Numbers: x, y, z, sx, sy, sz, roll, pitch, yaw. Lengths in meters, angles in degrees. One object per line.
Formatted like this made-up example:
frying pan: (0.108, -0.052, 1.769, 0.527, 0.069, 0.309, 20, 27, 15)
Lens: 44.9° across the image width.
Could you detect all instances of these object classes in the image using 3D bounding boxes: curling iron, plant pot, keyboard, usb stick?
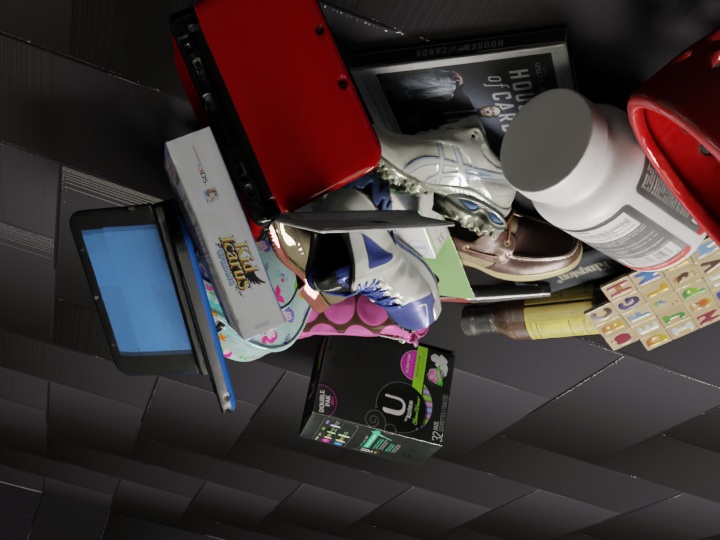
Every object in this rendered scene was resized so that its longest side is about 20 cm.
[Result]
curling iron: (0.129, 0.038, 1.046, 0.198, 0.050, 0.026, -10, -177, 3)
plant pot: (0.325, -0.108, 0.630, 0.182, 0.201, 0.200, -41, 131, 9)
keyboard: (0.010, -0.044, 0.787, 0.056, 0.011, 0.199, 21, -163, 35)
usb stick: (0.267, -0.011, 1.006, 0.055, 0.033, 0.199, 32, 144, -32)

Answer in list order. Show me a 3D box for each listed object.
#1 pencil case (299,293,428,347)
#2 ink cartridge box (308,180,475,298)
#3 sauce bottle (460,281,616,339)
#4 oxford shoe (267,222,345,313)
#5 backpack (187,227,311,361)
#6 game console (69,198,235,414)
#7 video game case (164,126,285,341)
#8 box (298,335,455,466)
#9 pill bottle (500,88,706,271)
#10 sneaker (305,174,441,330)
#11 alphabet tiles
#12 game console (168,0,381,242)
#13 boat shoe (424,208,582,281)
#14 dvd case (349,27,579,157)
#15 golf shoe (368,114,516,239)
pencil case: (-0.009, 0.051, 1.144, 0.198, 0.095, 0.091, -1, 165, 25)
ink cartridge box: (0.032, -0.033, 0.964, 0.144, 0.048, 0.201, 6, 134, 35)
sauce bottle: (0.225, 0.054, 1.101, 0.198, 0.065, 0.065, -6, 146, 31)
oxford shoe: (-0.054, -0.035, 0.931, 0.074, 0.071, 0.200, -23, 142, 5)
backpack: (-0.144, 0.005, 1.032, 0.200, 0.179, 0.150, 39, 142, -27)
game console: (-0.214, 0.041, 0.887, 0.117, 0.171, 0.202, -17, 113, -11)
video game case: (-0.134, -0.032, 0.833, 0.045, 0.183, 0.200, -23, -174, -12)
box: (0.023, 0.188, 1.308, 0.198, 0.150, 0.125, 16, 151, -6)
pill bottle: (0.225, -0.081, 0.791, 0.199, 0.117, 0.115, 23, 150, -39)
sneaker: (0.000, -0.001, 0.886, 0.080, 0.115, 0.200, 1, 133, 39)
alphabet tiles: (0.365, 0.030, 0.999, 0.199, 0.006, 0.166, -28, 138, 21)
game console: (-0.082, -0.147, 0.788, 0.118, 0.202, 0.172, -23, 177, -12)
boat shoe: (0.146, -0.042, 0.964, 0.198, 0.073, 0.072, 11, 151, 15)
dvd case: (0.106, -0.157, 0.828, 0.198, 0.025, 0.151, -1, 148, 22)
golf shoe: (0.069, -0.111, 0.819, 0.199, 0.098, 0.078, 24, -176, -31)
